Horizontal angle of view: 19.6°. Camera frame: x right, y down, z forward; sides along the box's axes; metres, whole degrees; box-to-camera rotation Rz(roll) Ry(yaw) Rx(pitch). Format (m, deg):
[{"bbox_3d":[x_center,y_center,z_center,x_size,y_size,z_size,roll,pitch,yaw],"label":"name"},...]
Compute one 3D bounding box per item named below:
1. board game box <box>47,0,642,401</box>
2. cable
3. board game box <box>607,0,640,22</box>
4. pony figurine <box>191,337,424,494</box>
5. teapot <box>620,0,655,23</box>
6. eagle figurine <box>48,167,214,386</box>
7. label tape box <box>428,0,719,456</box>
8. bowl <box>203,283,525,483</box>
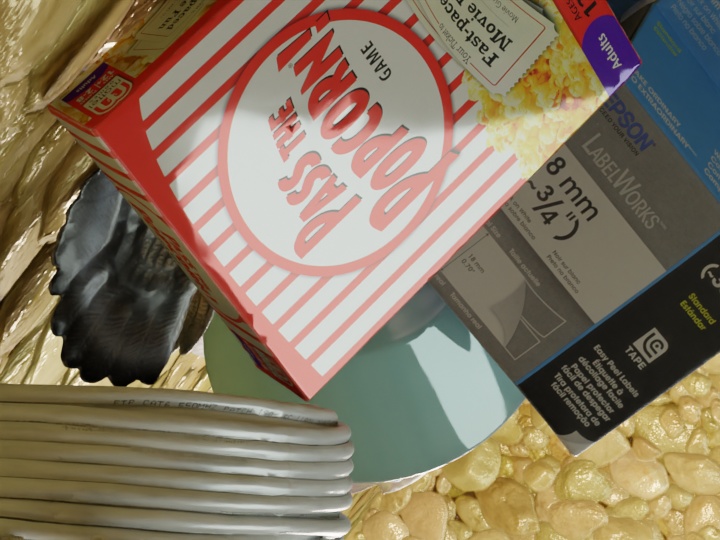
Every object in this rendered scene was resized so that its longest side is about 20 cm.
[{"bbox_3d":[0.000,-0.073,0.814,0.200,0.152,0.046,-45,-147,-11],"label":"board game box"},{"bbox_3d":[-0.102,0.081,0.846,0.199,0.199,0.070,6,86,-44],"label":"cable"},{"bbox_3d":[0.117,-0.211,1.090,0.158,0.039,0.200,31,101,-41],"label":"board game box"},{"bbox_3d":[0.011,0.038,1.220,0.193,0.166,0.201,-16,-138,56],"label":"pony figurine"},{"bbox_3d":[0.188,-0.081,1.114,0.196,0.147,0.200,-30,180,2],"label":"teapot"},{"bbox_3d":[-0.045,-0.039,0.933,0.199,0.152,0.152,-24,134,15],"label":"eagle figurine"},{"bbox_3d":[0.135,-0.031,0.991,0.200,0.144,0.063,-38,-167,15],"label":"label tape box"},{"bbox_3d":[0.000,0.000,1.100,0.201,0.200,0.105,-49,153,-16],"label":"bowl"}]
